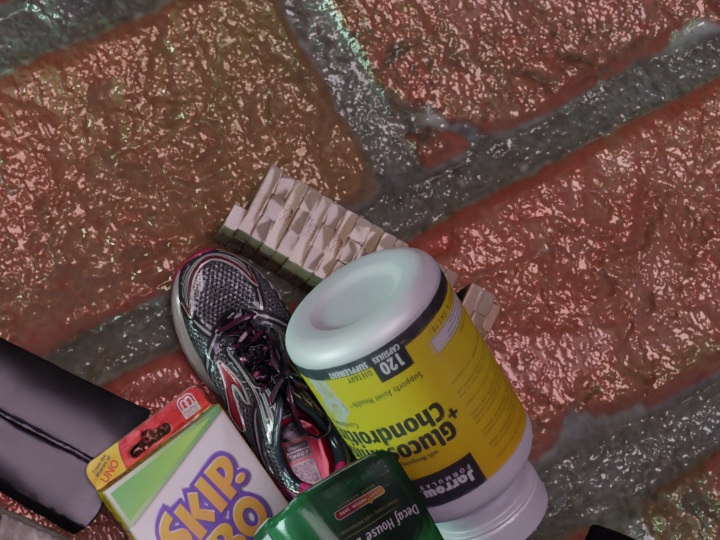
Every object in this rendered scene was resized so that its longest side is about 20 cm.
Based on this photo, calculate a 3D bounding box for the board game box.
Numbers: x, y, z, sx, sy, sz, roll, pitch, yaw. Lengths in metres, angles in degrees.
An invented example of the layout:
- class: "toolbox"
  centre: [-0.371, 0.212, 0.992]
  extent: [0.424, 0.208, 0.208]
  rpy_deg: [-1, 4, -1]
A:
- class: "board game box"
  centre: [-0.084, 0.180, 1.090]
  extent: [0.095, 0.030, 0.201]
  rpy_deg: [-37, 94, -20]

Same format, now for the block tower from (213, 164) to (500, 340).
- class: "block tower"
  centre: [0.000, 0.000, 1.169]
  extent: [0.199, 0.054, 0.058]
  rpy_deg: [29, 73, -6]

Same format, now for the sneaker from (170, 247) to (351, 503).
- class: "sneaker"
  centre: [-0.058, 0.072, 1.131]
  extent: [0.080, 0.075, 0.201]
  rpy_deg: [-29, 85, -16]

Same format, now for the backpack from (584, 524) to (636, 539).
- class: "backpack"
  centre: [0.159, 0.297, 1.085]
  extent: [0.200, 0.154, 0.163]
  rpy_deg: [-44, 120, -15]

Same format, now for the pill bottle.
- class: "pill bottle"
  centre: [0.044, 0.092, 1.104]
  extent: [0.112, 0.112, 0.201]
  rpy_deg: [-40, 116, -17]

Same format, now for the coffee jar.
- class: "coffee jar"
  centre: [0.028, 0.216, 1.017]
  extent: [0.104, 0.085, 0.200]
  rpy_deg: [-26, 74, -36]

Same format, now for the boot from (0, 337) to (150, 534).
- class: "boot"
  centre: [-0.225, 0.054, 1.101]
  extent: [0.199, 0.066, 0.165]
  rpy_deg: [30, 83, -2]

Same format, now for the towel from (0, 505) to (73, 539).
- class: "towel"
  centre: [-0.191, 0.256, 1.054]
  extent: [0.199, 0.035, 0.193]
  rpy_deg: [24, 54, -6]
